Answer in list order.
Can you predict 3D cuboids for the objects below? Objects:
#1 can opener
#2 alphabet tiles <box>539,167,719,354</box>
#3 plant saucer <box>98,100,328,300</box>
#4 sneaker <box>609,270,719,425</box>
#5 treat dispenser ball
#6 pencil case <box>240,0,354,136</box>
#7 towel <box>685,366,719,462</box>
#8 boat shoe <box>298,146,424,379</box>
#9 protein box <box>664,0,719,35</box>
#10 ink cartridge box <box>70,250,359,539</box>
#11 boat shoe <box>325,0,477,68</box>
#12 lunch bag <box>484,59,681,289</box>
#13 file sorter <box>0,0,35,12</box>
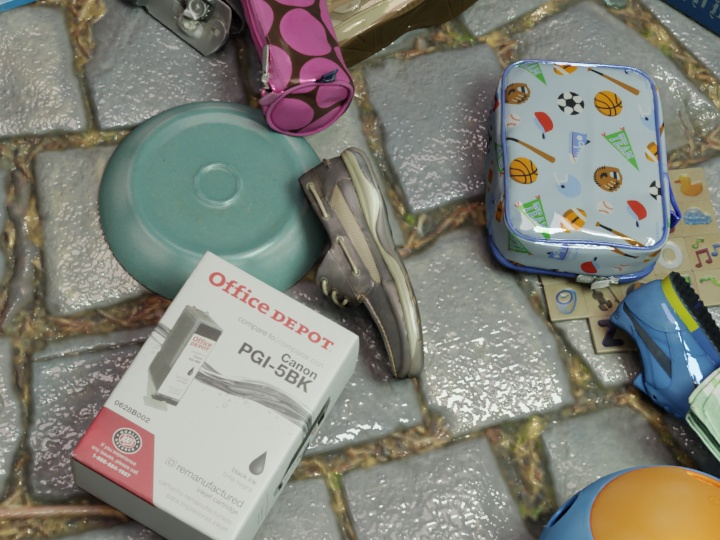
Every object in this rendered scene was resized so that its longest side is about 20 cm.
[{"bbox_3d":[-0.185,-0.266,1.732,0.200,0.053,0.067,39,33,13],"label":"can opener"},{"bbox_3d":[0.229,-0.024,1.672,0.165,0.006,0.201,-6,64,-9],"label":"alphabet tiles"},{"bbox_3d":[-0.120,-0.065,1.635,0.199,0.036,0.201,2,63,-5],"label":"plant saucer"},{"bbox_3d":[0.278,0.101,1.591,0.078,0.066,0.201,-35,81,20],"label":"sneaker"},{"bbox_3d":[0.219,0.243,1.423,0.200,0.201,0.202,3,63,-5],"label":"treat dispenser ball"},{"bbox_3d":[-0.071,-0.218,1.662,0.093,0.091,0.201,0,58,-36],"label":"pencil case"},{"bbox_3d":[0.350,0.114,1.556,0.153,0.023,0.200,50,46,0],"label":"towel"},{"bbox_3d":[0.000,0.000,1.599,0.073,0.075,0.201,-18,72,2],"label":"boat shoe"},{"bbox_3d":[0.387,-0.296,1.720,0.200,0.199,0.135,34,64,11],"label":"protein box"},{"bbox_3d":[-0.111,0.108,1.512,0.146,0.083,0.200,28,68,8],"label":"ink cartridge box"},{"bbox_3d":[0.041,-0.251,1.729,0.199,0.071,0.065,-28,68,-17],"label":"boat shoe"},{"bbox_3d":[0.188,-0.081,1.652,0.159,0.076,0.201,5,61,-7],"label":"lunch bag"},{"bbox_3d":[-0.381,-0.325,1.690,0.138,0.123,0.201,-21,67,-17],"label":"file sorter"}]
